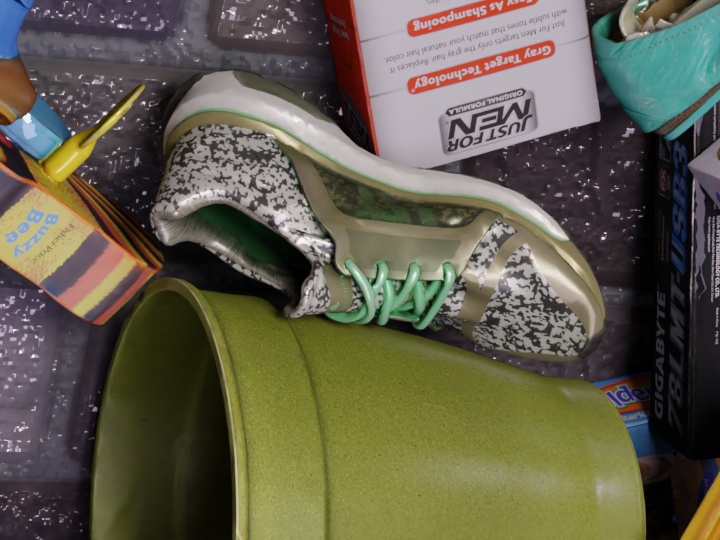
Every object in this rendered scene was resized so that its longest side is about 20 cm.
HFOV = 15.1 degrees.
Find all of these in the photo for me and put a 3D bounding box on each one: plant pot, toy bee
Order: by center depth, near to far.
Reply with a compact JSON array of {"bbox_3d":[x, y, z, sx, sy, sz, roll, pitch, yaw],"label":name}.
[{"bbox_3d":[-0.153,-0.030,1.067,0.200,0.109,0.131,18,111,-27],"label":"toy bee"},{"bbox_3d":[0.007,0.108,1.126,0.193,0.200,0.200,3,116,-21],"label":"plant pot"}]

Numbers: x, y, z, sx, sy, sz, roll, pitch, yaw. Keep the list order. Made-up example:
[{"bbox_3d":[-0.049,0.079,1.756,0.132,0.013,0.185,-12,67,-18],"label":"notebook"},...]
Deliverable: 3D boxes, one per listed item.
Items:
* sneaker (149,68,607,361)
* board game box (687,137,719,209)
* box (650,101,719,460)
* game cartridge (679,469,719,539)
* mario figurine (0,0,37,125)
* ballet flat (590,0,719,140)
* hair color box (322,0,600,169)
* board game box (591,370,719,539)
[{"bbox_3d":[0.000,0.000,1.088,0.200,0.089,0.077,24,135,1],"label":"sneaker"},{"bbox_3d":[0.275,-0.034,1.182,0.200,0.041,0.200,-42,111,-5],"label":"board game box"},{"bbox_3d":[0.230,-0.023,1.217,0.198,0.050,0.200,-6,105,-18],"label":"box"},{"bbox_3d":[0.136,0.148,1.152,0.176,0.032,0.200,-56,170,-25],"label":"game cartridge"},{"bbox_3d":[-0.110,-0.150,1.019,0.123,0.106,0.200,30,81,-10],"label":"mario figurine"},{"bbox_3d":[0.165,-0.127,1.078,0.070,0.067,0.200,44,126,-12],"label":"ballet flat"},{"bbox_3d":[0.031,-0.146,1.097,0.101,0.061,0.200,-16,120,-10],"label":"hair color box"},{"bbox_3d":[0.137,0.122,1.287,0.200,0.045,0.152,-10,120,-15],"label":"board game box"}]
